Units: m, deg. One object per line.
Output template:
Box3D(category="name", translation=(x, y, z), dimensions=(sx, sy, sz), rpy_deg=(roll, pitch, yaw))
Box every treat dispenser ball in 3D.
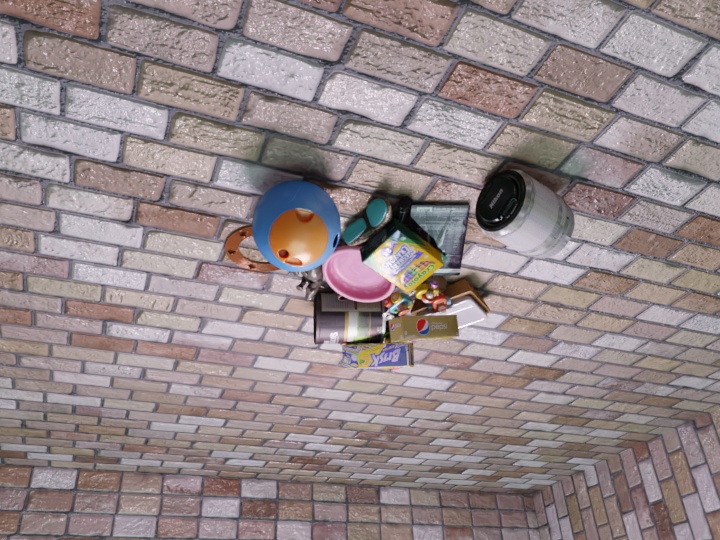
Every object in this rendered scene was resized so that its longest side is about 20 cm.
Box3D(category="treat dispenser ball", translation=(-0.142, -0.099, 1.412), dimensions=(0.197, 0.203, 0.202), rpy_deg=(-3, 147, -2))

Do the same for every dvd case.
Box3D(category="dvd case", translation=(0.189, -0.075, 1.582), dimensions=(0.146, 0.016, 0.203), rpy_deg=(-1, 122, -5))

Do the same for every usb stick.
Box3D(category="usb stick", translation=(0.091, -0.105, 1.564), dimensions=(0.032, 0.056, 0.201), rpy_deg=(27, 146, 9))

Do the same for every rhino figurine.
Box3D(category="rhino figurine", translation=(-0.131, 0.019, 1.701), dimensions=(0.059, 0.088, 0.201), rpy_deg=(25, 152, 17))

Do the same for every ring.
Box3D(category="ring", translation=(-0.251, -0.050, 1.639), dimensions=(0.197, 0.019, 0.201), rpy_deg=(-3, 147, -2))

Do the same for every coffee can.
Box3D(category="coffee can", translation=(-0.034, 0.138, 1.828), dimensions=(0.197, 0.148, 0.147), rpy_deg=(0, 147, -7))

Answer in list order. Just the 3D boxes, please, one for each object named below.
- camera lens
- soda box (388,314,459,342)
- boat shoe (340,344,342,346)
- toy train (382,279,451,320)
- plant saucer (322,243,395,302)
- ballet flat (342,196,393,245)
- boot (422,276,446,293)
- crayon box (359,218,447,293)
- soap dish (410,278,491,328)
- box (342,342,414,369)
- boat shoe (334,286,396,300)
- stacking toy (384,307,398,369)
Box3D(category="camera lens", translation=(0.376, -0.129, 1.459), dimensions=(0.198, 0.162, 0.159), rpy_deg=(22, 139, -34))
Box3D(category="soda box", translation=(0.178, 0.160, 1.758), dimensions=(0.197, 0.065, 0.067), rpy_deg=(0, 167, -33))
Box3D(category="boat shoe", translation=(0.011, 0.205, 1.988), dimensions=(0.062, 0.075, 0.199), rpy_deg=(45, 135, -14))
Box3D(category="toy train", translation=(0.159, 0.099, 1.725), dimensions=(0.197, 0.056, 0.151), rpy_deg=(-15, 144, -8))
Box3D(category="plant saucer", translation=(0.000, 0.000, 1.664), dimensions=(0.197, 0.051, 0.202), rpy_deg=(10, 138, 9))
Box3D(category="ballet flat", translation=(0.033, -0.122, 1.534), dimensions=(0.074, 0.069, 0.200), rpy_deg=(-7, 159, -37))
Box3D(category="boot", translation=(0.187, -0.010, 1.702), dimensions=(0.198, 0.073, 0.155), rpy_deg=(18, 138, -29))
Box3D(category="crayon box", translation=(0.112, -0.025, 1.551), dimensions=(0.199, 0.052, 0.126), rpy_deg=(32, 120, -32))
Box3D(category="soap dish", translation=(0.266, 0.110, 1.876), dimensions=(0.198, 0.082, 0.157), rpy_deg=(-22, 142, 25))
Box3D(category="box", translation=(0.050, 0.242, 1.790), dimensions=(0.197, 0.071, 0.064), rpy_deg=(-5, 170, 15))
Box3D(category="boat shoe", translation=(0.027, 0.052, 1.769), dimensions=(0.199, 0.076, 0.075), rpy_deg=(-7, 147, 5))
Box3D(category="stacking toy", translation=(0.097, 0.195, 1.870), dimensions=(0.084, 0.203, 0.086), rpy_deg=(0, 154, 0))
